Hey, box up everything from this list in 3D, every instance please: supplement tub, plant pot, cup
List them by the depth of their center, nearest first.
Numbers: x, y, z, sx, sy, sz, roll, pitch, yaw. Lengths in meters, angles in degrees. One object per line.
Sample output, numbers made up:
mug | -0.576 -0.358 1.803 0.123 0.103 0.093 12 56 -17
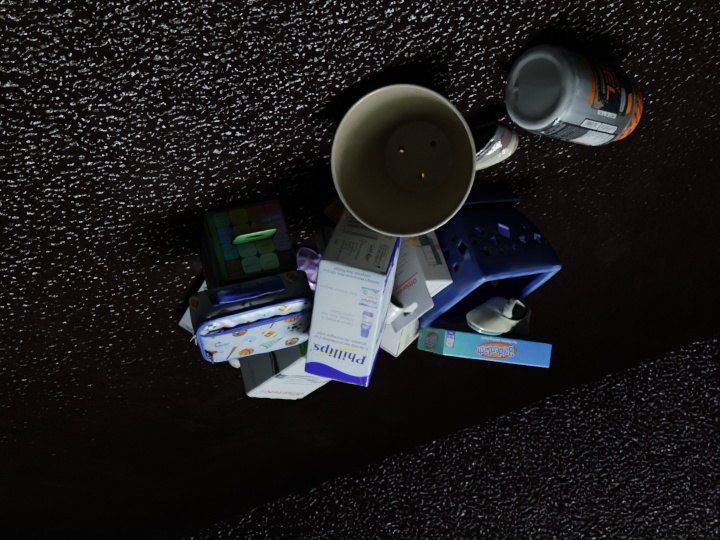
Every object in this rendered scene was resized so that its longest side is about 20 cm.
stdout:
cup | 0.070 -0.157 1.430 0.198 0.202 0.143 -25 -177 16
supplement tub | 0.309 -0.245 1.462 0.198 0.124 0.122 2 151 -44
plant pot | 0.198 -0.029 1.806 0.198 0.182 0.200 -7 156 -36

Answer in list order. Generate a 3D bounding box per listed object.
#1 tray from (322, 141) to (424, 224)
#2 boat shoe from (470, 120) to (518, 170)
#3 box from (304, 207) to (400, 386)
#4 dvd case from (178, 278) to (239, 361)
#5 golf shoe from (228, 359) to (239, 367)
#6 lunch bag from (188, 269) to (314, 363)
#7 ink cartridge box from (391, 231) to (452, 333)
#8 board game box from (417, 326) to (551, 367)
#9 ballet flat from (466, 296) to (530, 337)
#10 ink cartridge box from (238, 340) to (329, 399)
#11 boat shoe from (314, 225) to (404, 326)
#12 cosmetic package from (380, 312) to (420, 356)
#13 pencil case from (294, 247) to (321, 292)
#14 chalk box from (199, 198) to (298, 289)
tray | 0.040 -0.121 1.590 0.098 0.037 0.199 40 130 -16
boat shoe | 0.145 -0.175 1.578 0.198 0.073 0.065 -24 145 27
box | -0.008 0.038 1.570 0.103 0.184 0.202 13 120 5
dvd case | -0.231 0.083 1.816 0.149 0.025 0.200 32 143 -7
golf shoe | -0.215 0.117 2.003 0.097 0.079 0.200 24 130 -36
lunch bag | -0.166 0.070 1.564 0.197 0.076 0.161 -14 155 -10
ink cartridge box | 0.082 -0.006 1.742 0.067 0.202 0.117 1 152 -40
board game box | 0.217 0.134 1.819 0.197 0.046 0.152 8 178 -13
ballet flat | 0.245 0.075 1.780 0.069 0.070 0.199 -29 161 25
ink cartridge box | -0.099 0.148 1.810 0.199 0.084 0.146 -34 152 31
boat shoe | 0.000 0.000 1.711 0.066 0.201 0.072 -39 167 26
cosmetic package | 0.096 0.052 1.899 0.200 0.087 0.104 -40 152 -42
pencil case | -0.142 0.031 1.824 0.199 0.084 0.086 -32 -171 33
chalk box | -0.175 -0.025 1.596 0.123 0.125 0.200 -10 156 -18
